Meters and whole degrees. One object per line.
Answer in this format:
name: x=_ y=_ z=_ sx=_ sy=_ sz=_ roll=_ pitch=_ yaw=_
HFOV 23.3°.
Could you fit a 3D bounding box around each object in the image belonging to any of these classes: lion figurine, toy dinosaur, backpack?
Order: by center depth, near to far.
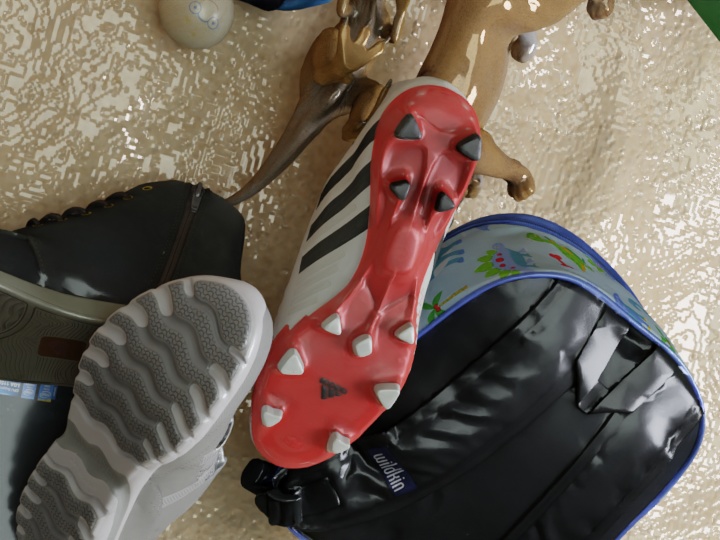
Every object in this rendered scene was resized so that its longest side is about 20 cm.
toy dinosaur: x=-0.016 y=-0.092 z=0.903 sx=0.060 sy=0.106 sz=0.201 roll=31 pitch=88 yaw=-22
backpack: x=0.065 y=0.073 z=0.923 sx=0.183 sy=0.147 sz=0.200 roll=41 pitch=105 yaw=-21
lion figurine: x=0.059 y=-0.104 z=0.935 sx=0.122 sy=0.072 sz=0.201 roll=25 pitch=81 yaw=-48

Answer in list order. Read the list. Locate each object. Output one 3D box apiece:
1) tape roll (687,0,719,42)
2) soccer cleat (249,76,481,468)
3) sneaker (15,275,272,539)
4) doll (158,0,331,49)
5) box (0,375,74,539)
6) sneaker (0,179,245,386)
tape roll: x=0.269 y=-0.199 z=0.952 sx=0.200 sy=0.200 sz=0.048 roll=-46 pitch=110 yaw=-10
soccer cleat: x=0.000 y=0.000 z=0.837 sx=0.068 sy=0.085 sz=0.201 roll=19 pitch=102 yaw=-15
sneaker: x=-0.096 y=0.071 z=0.847 sx=0.082 sy=0.200 sz=0.075 roll=-11 pitch=58 yaw=-49
doll: x=-0.041 y=-0.203 z=0.915 sx=0.136 sy=0.048 sz=0.200 roll=37 pitch=88 yaw=-31
box: x=-0.253 y=0.110 z=0.876 sx=0.199 sy=0.044 sz=0.161 roll=12 pitch=91 yaw=-22
sneaker: x=-0.153 y=-0.003 z=0.878 sx=0.199 sy=0.075 sz=0.107 roll=15 pitch=47 yaw=-17
